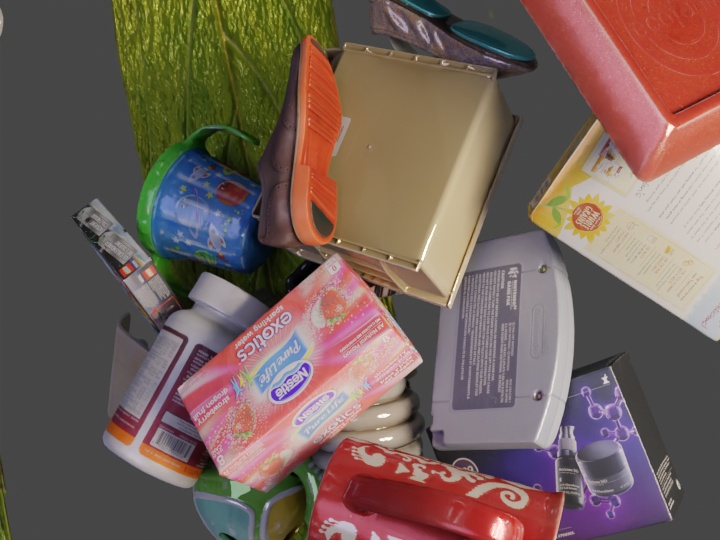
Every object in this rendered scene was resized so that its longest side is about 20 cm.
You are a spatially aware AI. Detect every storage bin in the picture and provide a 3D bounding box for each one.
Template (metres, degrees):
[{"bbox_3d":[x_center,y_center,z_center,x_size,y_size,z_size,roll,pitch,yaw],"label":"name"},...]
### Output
[{"bbox_3d":[0.024,-0.098,0.774,0.196,0.094,0.203,18,79,28],"label":"storage bin"}]

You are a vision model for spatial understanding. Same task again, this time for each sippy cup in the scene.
[{"bbox_3d":[-0.164,-0.062,0.918,0.128,0.140,0.180,21,133,16],"label":"sippy cup"}]

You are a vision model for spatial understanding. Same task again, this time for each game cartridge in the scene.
[{"bbox_3d":[0.133,0.065,0.751,0.132,0.041,0.204,-13,61,41],"label":"game cartridge"}]

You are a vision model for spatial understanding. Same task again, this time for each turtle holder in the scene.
[{"bbox_3d":[-0.101,0.244,0.908,0.182,0.141,0.135,-4,93,9],"label":"turtle holder"}]

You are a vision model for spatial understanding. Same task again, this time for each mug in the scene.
[{"bbox_3d":[0.065,0.209,0.685,0.197,0.134,0.180,15,127,17],"label":"mug"}]

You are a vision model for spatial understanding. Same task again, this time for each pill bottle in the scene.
[{"bbox_3d":[-0.175,0.112,0.843,0.108,0.110,0.202,22,77,26],"label":"pill bottle"}]

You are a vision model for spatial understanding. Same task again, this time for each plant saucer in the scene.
[{"bbox_3d":[0.241,-0.194,0.630,0.202,0.197,0.037,60,156,11],"label":"plant saucer"}]

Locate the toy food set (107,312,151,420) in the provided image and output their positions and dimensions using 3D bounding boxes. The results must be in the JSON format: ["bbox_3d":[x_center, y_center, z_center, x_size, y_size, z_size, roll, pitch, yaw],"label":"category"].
[{"bbox_3d":[-0.247,0.163,1.033,0.198,0.060,0.146,31,121,26],"label":"toy food set"}]

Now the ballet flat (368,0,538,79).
[{"bbox_3d":[0.086,-0.222,0.794,0.199,0.068,0.068,38,132,27],"label":"ballet flat"}]

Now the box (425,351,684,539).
[{"bbox_3d":[0.181,0.180,0.765,0.198,0.078,0.143,-26,80,30],"label":"box"}]

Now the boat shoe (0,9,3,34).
[{"bbox_3d":[-0.599,-0.391,1.173,0.199,0.060,0.075,35,110,23],"label":"boat shoe"}]

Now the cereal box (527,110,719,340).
[{"bbox_3d":[0.260,-0.052,0.672,0.198,0.040,0.145,32,112,-3],"label":"cereal box"}]

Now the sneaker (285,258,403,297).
[{"bbox_3d":[0.000,0.000,0.845,0.197,0.087,0.075,-21,85,30],"label":"sneaker"}]

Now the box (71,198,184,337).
[{"bbox_3d":[-0.245,0.026,0.929,0.040,0.201,0.137,-38,51,-16],"label":"box"}]

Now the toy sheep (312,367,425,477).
[{"bbox_3d":[0.008,0.168,0.832,0.136,0.137,0.204,-8,91,30],"label":"toy sheep"}]

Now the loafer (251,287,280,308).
[{"bbox_3d":[-0.110,0.057,0.926,0.197,0.070,0.071,5,106,30],"label":"loafer"}]

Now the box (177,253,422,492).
[{"bbox_3d":[-0.055,0.098,0.747,0.199,0.095,0.103,-39,58,3],"label":"box"}]

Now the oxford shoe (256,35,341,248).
[{"bbox_3d":[-0.063,-0.119,0.727,0.071,0.071,0.204,-8,68,27],"label":"oxford shoe"}]
